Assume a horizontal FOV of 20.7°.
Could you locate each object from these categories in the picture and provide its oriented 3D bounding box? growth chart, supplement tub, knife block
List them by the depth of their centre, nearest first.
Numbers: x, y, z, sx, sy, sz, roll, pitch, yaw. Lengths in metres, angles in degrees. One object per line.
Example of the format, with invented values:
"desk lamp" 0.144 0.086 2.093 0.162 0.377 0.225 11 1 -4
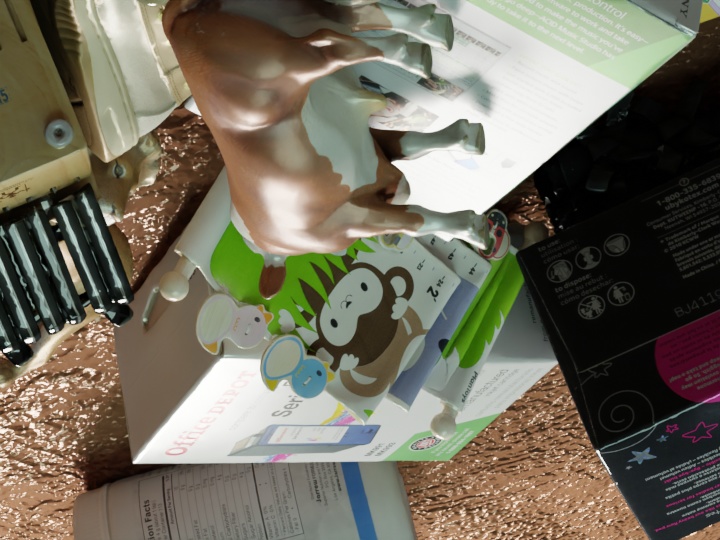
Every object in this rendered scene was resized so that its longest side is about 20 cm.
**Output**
"knife block" -0.152 -0.065 0.784 0.064 0.201 0.176 -22 177 -9
"growth chart" 0.000 0.000 0.949 0.200 0.145 0.018 32 164 -35
"supplement tub" -0.065 0.174 1.221 0.199 0.132 0.132 -16 150 1

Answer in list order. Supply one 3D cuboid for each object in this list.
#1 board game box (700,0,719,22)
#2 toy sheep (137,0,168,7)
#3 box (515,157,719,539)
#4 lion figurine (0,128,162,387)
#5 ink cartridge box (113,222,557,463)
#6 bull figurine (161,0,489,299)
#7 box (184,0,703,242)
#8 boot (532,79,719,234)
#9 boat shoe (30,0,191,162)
"board game box" 0.131 -0.184 0.749 0.134 0.034 0.200 -18 136 16
"toy sheep" -0.028 -0.165 0.671 0.138 0.138 0.200 15 133 -41
"box" 0.199 0.023 0.961 0.199 0.133 0.115 -25 140 7
"lion figurine" -0.146 -0.016 0.944 0.122 0.073 0.200 -28 165 -7
"ink cartridge box" -0.016 0.040 1.056 0.199 0.088 0.145 4 151 -26
"bull figurine" -0.013 -0.053 0.816 0.121 0.065 0.200 -3 150 15
"box" 0.029 -0.094 0.828 0.144 0.036 0.200 26 148 -17
"boot" 0.183 -0.029 1.051 0.162 0.074 0.199 -19 143 3
"boat shoe" -0.100 -0.130 0.771 0.069 0.074 0.200 -32 150 -19
